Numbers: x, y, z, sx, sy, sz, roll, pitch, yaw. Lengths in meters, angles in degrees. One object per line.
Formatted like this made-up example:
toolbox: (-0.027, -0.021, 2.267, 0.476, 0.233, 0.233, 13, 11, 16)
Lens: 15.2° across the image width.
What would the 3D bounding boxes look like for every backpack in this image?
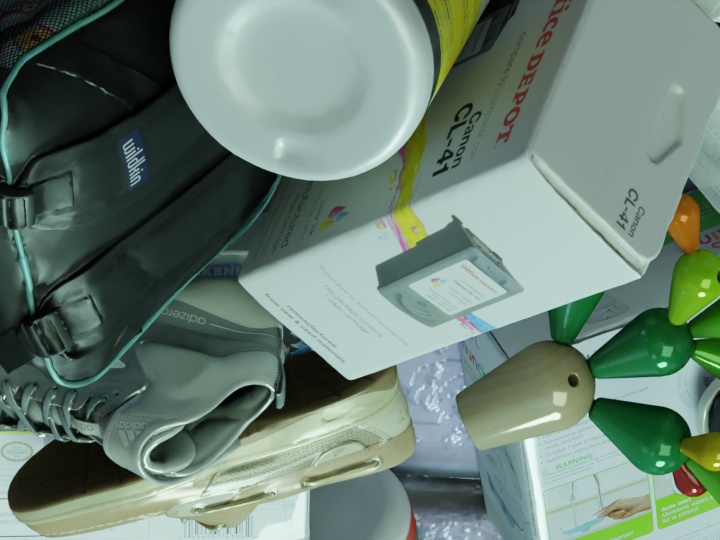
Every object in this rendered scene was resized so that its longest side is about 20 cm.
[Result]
backpack: (-0.126, -0.069, 1.215, 0.200, 0.153, 0.176, -38, 132, -34)

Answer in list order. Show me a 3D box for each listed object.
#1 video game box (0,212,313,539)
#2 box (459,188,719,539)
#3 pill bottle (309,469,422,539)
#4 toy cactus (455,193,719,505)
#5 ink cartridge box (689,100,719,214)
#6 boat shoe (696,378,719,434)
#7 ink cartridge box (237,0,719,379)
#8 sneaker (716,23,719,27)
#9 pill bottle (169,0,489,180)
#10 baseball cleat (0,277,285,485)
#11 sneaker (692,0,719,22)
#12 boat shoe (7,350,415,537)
video game box: (-0.123, 0.058, 1.345, 0.199, 0.047, 0.183, 0, 123, -5)
box: (0.164, 0.063, 1.468, 0.199, 0.097, 0.177, -20, 125, -11)
pill bottle: (-0.007, 0.205, 1.471, 0.115, 0.116, 0.201, -23, 127, -8)
toy cactus: (0.126, 0.038, 1.341, 0.164, 0.102, 0.201, -24, 104, 10)
ink cartridge box: (0.234, -0.049, 1.296, 0.050, 0.200, 0.162, -45, 101, -21)
boat shoe: (0.248, 0.120, 1.447, 0.074, 0.060, 0.200, -37, 129, 3)
ink cartridge box: (0.055, -0.049, 1.216, 0.086, 0.148, 0.200, 41, 141, -22)
sneaker: (0.220, -0.139, 1.389, 0.089, 0.079, 0.200, -43, 119, 15)
pill bottle: (0.001, -0.134, 1.175, 0.114, 0.200, 0.115, 9, 124, 14)
baseball cleat: (-0.134, 0.056, 1.254, 0.199, 0.107, 0.070, -13, 134, 5)
sneaker: (0.228, -0.156, 1.233, 0.199, 0.074, 0.087, 0, 153, -32)
boat shoe: (-0.071, 0.097, 1.306, 0.199, 0.071, 0.065, -17, 121, 3)
